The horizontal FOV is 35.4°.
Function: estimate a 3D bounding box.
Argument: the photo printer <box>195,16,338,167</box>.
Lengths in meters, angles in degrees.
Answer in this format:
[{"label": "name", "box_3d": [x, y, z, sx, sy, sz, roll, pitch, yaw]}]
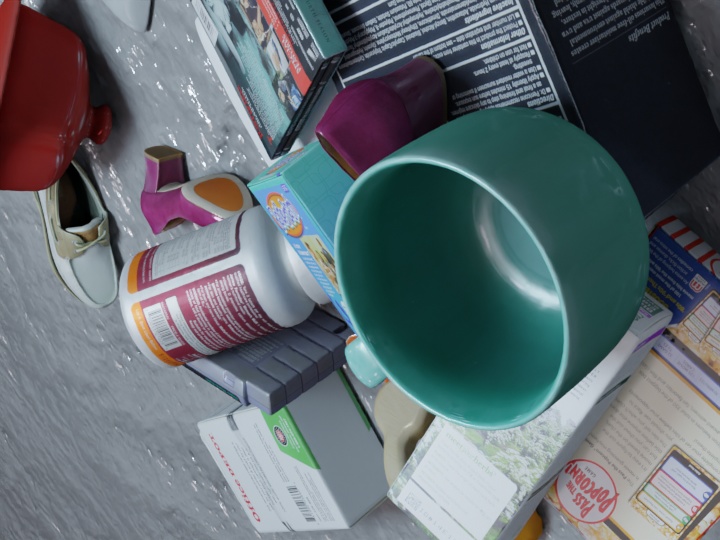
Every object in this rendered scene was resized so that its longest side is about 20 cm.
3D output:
[{"label": "photo printer", "box_3d": [-0.037, -0.169, 0.871, 0.199, 0.069, 0.168, -17, 103, 58]}]

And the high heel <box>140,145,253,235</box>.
[{"label": "high heel", "box_3d": [-0.164, -0.051, 1.121, 0.199, 0.067, 0.098, 28, 127, 43]}]

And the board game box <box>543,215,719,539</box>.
[{"label": "board game box", "box_3d": [0.197, 0.091, 0.746, 0.151, 0.046, 0.201, 44, 117, 17]}]

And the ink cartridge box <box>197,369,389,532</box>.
[{"label": "ink cartridge box", "box_3d": [-0.070, 0.192, 1.190, 0.199, 0.084, 0.148, -20, 101, 55]}]

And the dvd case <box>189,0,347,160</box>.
[{"label": "dvd case", "box_3d": [-0.071, -0.174, 0.783, 0.148, 0.022, 0.200, 62, 161, 6]}]

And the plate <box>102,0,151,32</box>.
[{"label": "plate", "box_3d": [-0.258, -0.349, 1.042, 0.200, 0.032, 0.201, 46, 144, 17]}]

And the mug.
[{"label": "mug", "box_3d": [0.066, -0.009, 0.615, 0.183, 0.114, 0.155, 6, 118, 44]}]

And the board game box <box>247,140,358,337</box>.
[{"label": "board game box", "box_3d": [0.000, 0.000, 0.848, 0.201, 0.045, 0.152, 54, 169, -10]}]

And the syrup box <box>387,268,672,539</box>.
[{"label": "syrup box", "box_3d": [0.107, 0.087, 0.724, 0.078, 0.081, 0.202, 39, 113, 20]}]

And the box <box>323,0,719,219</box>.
[{"label": "box", "box_3d": [0.091, -0.124, 0.712, 0.199, 0.122, 0.201, -8, 109, 54]}]

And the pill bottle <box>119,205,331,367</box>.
[{"label": "pill bottle", "box_3d": [-0.106, 0.007, 1.001, 0.197, 0.110, 0.111, -19, 105, 19]}]

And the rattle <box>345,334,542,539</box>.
[{"label": "rattle", "box_3d": [0.081, 0.140, 1.015, 0.200, 0.141, 0.132, 45, 114, 41]}]

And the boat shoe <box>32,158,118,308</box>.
[{"label": "boat shoe", "box_3d": [-0.335, -0.046, 1.336, 0.068, 0.074, 0.203, 3, 119, 55]}]

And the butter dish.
[{"label": "butter dish", "box_3d": [-0.335, -0.169, 1.191, 0.199, 0.145, 0.204, -39, 44, 55]}]

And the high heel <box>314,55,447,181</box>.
[{"label": "high heel", "box_3d": [0.013, -0.026, 0.695, 0.067, 0.096, 0.203, 22, 133, 40]}]

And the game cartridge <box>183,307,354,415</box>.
[{"label": "game cartridge", "box_3d": [-0.111, 0.063, 1.101, 0.198, 0.129, 0.039, 26, 137, 37]}]
